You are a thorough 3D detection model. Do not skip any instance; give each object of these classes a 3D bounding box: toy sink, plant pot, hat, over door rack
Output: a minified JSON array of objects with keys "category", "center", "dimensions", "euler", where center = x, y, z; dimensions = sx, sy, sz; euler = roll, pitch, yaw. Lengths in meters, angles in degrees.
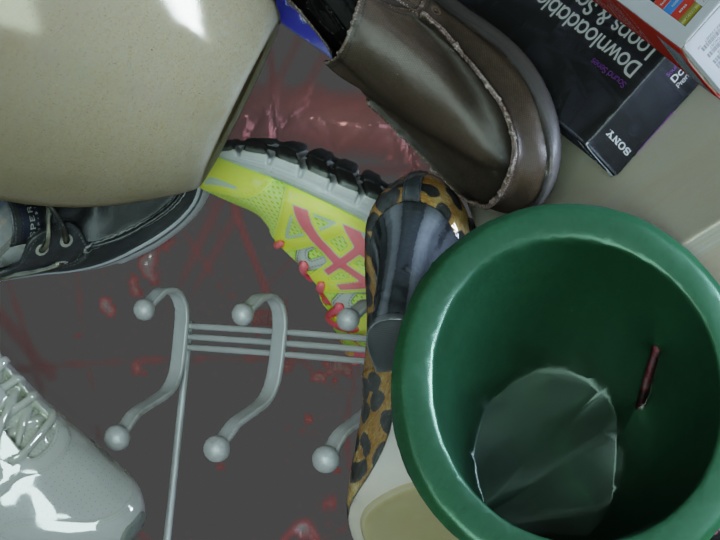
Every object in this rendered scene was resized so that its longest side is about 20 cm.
[{"category":"toy sink","center":[0.169,-0.033,1.423],"dimensions":[0.200,0.131,0.112],"euler":[-33,134,15]},{"category":"plant pot","center":[-0.117,-0.110,1.428],"dimensions":[0.134,0.200,0.201],"euler":[26,98,-1]},{"category":"hat","center":[0.087,0.091,1.381],"dimensions":[0.165,0.176,0.201],"euler":[4,71,-5]},{"category":"over door rack","center":[-0.053,0.112,1.480],"dimensions":[0.147,0.066,0.201],"euler":[3,97,38]}]

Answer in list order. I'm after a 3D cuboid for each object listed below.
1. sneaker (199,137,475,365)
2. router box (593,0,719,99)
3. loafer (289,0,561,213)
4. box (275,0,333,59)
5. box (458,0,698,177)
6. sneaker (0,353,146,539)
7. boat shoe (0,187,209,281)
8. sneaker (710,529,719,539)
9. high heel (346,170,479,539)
[{"category":"sneaker","center":[0.000,0.000,1.489],"dimensions":[0.199,0.078,0.091],"euler":[27,100,1]},{"category":"router box","center":[0.173,-0.202,1.370],"dimensions":[0.200,0.049,0.179],"euler":[-47,46,2]},{"category":"loafer","center":[0.016,-0.099,1.409],"dimensions":[0.200,0.071,0.073],"euler":[50,134,25]},{"category":"box","center":[0.025,-0.201,1.485],"dimensions":[0.119,0.041,0.200],"euler":[35,100,1]},{"category":"box","center":[0.141,-0.157,1.424],"dimensions":[0.200,0.143,0.036],"euler":[-49,134,2]},{"category":"sneaker","center":[-0.192,0.071,1.469],"dimensions":[0.200,0.070,0.080],"euler":[32,139,10]},{"category":"boat shoe","center":[-0.174,-0.027,1.506],"dimensions":[0.199,0.066,0.070],"euler":[-10,95,6]},{"category":"sneaker","center":[0.195,0.056,1.486],"dimensions":[0.095,0.079,0.201],"euler":[14,96,15]},{"category":"high heel","center":[0.033,0.058,1.434],"dimensions":[0.071,0.143,0.201],"euler":[1,126,8]}]
